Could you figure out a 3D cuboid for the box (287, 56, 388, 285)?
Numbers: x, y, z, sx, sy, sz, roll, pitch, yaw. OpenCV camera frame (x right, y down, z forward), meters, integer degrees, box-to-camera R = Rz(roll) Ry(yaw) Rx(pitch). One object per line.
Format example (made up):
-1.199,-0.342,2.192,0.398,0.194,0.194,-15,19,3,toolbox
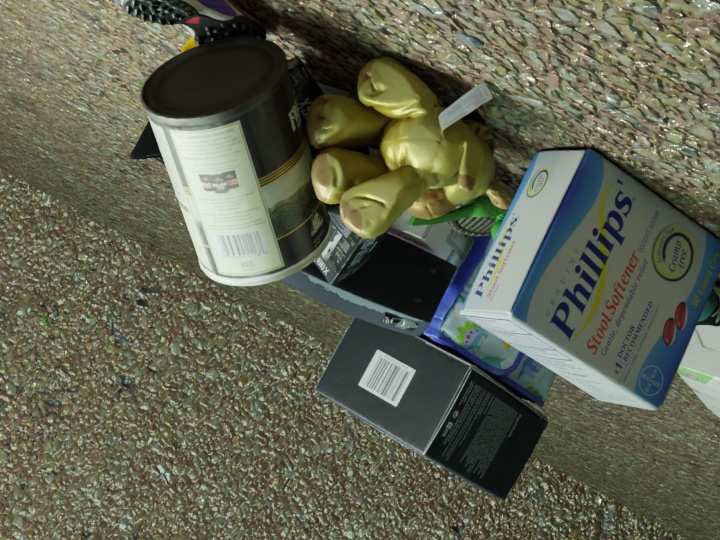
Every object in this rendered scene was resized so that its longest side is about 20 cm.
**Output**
-0.049,-0.103,1.601,0.201,0.050,0.158,54,152,11,box

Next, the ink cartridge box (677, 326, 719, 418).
0.466,0.136,1.811,0.117,0.068,0.200,19,166,37,ink cartridge box

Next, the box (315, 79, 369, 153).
-0.041,-0.128,1.687,0.121,0.032,0.201,21,144,32,box

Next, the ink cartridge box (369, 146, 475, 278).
0.066,-0.060,1.830,0.146,0.083,0.200,23,169,28,ink cartridge box

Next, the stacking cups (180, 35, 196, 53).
-0.120,-0.201,1.704,0.060,0.061,0.200,18,169,42,stacking cups

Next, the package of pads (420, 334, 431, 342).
0.075,0.044,1.876,0.120,0.076,0.200,18,168,33,package of pads

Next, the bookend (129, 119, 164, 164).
-0.185,-0.146,2.026,0.198,0.093,0.200,31,170,-23,bookend

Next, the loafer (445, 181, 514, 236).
0.101,-0.094,1.620,0.199,0.069,0.075,18,140,-40,loafer

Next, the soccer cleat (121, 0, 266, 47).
-0.161,-0.269,1.473,0.068,0.074,0.199,-16,163,31,soccer cleat

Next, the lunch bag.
0.176,0.045,1.813,0.127,0.171,0.200,20,168,48,lunch bag

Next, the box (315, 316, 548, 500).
0.088,0.163,1.830,0.199,0.125,0.196,26,175,42,box

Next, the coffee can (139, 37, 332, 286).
-0.120,-0.107,1.485,0.146,0.146,0.201,19,138,38,coffee can

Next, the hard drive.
0.000,0.000,1.704,0.199,0.135,0.043,23,126,5,hard drive

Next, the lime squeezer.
0.138,-0.035,1.580,0.199,0.071,0.038,32,157,-36,lime squeezer

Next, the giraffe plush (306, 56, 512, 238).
0.065,-0.112,1.473,0.199,0.174,0.162,-16,163,21,giraffe plush

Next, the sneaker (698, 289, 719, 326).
0.324,0.037,1.676,0.080,0.072,0.200,37,165,-26,sneaker

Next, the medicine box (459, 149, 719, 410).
0.229,0.009,1.462,0.199,0.183,0.103,31,169,-24,medicine box
